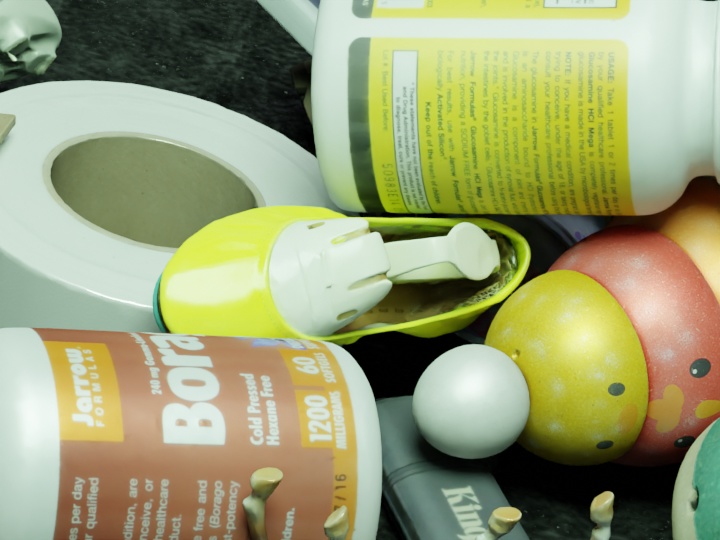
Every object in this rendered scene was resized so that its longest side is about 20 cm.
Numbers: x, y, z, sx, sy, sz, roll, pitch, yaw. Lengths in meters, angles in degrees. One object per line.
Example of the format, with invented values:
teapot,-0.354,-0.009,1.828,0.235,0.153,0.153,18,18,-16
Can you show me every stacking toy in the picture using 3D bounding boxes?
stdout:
stacking toy,0.104,0.044,1.263,0.199,0.147,0.146,-19,44,-34

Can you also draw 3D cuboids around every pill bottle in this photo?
pill bottle,-0.100,0.079,1.114,0.199,0.113,0.112,3,32,-23
pill bottle,0.085,-0.080,1.254,0.199,0.113,0.113,1,28,11

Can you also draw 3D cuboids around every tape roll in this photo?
tape roll,-0.100,-0.008,1.303,0.201,0.071,0.203,13,29,-7

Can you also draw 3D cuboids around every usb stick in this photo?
usb stick,0.048,0.120,1.201,0.055,0.033,0.200,3,33,-23

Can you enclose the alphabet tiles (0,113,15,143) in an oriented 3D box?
alphabet tiles,-0.269,-0.043,1.230,0.199,0.008,0.167,6,27,9

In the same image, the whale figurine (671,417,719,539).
whale figurine,0.233,0.117,1.212,0.199,0.104,0.160,18,55,-21

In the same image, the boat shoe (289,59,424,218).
boat shoe,0.012,-0.071,1.421,0.068,0.072,0.200,-21,28,0

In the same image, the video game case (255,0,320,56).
video game case,0.070,-0.099,1.421,0.181,0.023,0.200,-7,39,-36

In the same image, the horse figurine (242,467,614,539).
horse figurine,0.017,0.144,1.078,0.199,0.133,0.050,3,24,0

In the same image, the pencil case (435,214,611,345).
pencil case,0.082,-0.039,1.435,0.090,0.084,0.200,0,28,10

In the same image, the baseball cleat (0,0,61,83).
baseball cleat,-0.230,-0.133,1.343,0.107,0.070,0.200,54,23,24

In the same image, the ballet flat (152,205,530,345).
ballet flat,0.000,0.000,1.218,0.067,0.067,0.199,-17,-9,41
